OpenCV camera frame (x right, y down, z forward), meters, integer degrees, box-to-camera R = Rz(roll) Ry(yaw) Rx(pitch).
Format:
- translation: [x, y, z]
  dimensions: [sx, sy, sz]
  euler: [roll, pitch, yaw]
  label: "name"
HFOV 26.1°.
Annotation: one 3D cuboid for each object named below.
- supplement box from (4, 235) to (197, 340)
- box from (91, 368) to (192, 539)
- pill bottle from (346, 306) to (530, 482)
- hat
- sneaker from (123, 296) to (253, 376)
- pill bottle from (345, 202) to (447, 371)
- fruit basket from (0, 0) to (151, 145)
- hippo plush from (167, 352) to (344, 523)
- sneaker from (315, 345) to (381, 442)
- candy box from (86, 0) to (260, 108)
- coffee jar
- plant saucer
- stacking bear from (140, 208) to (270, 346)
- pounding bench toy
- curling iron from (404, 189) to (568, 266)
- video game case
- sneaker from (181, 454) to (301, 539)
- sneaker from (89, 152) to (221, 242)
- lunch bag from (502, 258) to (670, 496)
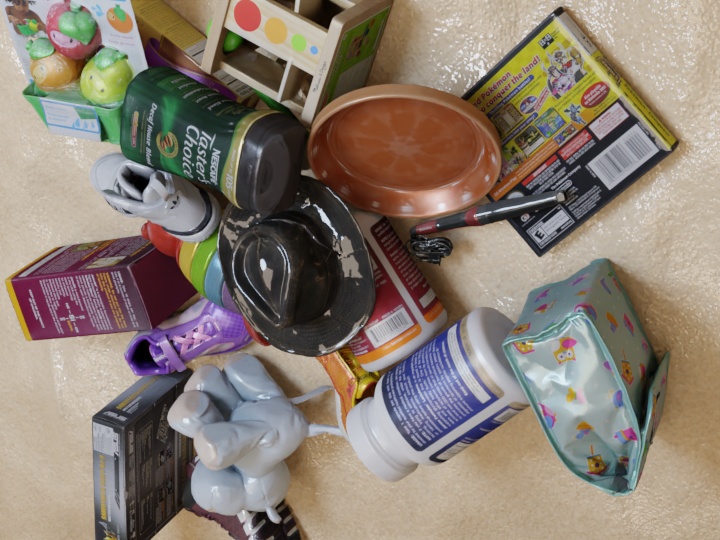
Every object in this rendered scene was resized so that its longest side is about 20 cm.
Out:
- translation: [-0.313, 0.020, 1.881]
  dimensions: [0.199, 0.110, 0.086]
  euler: [-6, 111, 31]
  label: "supplement box"
- translation: [-0.269, 0.236, 1.930]
  dimensions: [0.048, 0.158, 0.201]
  euler: [15, 119, 21]
  label: "box"
- translation: [0.087, 0.136, 1.650]
  dimensions: [0.200, 0.116, 0.116]
  euler: [-37, 93, 25]
  label: "pill bottle"
- translation: [-0.080, 0.005, 1.622]
  dimensions: [0.199, 0.081, 0.202]
  euler: [7, 109, 21]
  label: "hat"
- translation: [-0.207, 0.082, 1.868]
  dimensions: [0.199, 0.088, 0.081]
  euler: [-20, 101, 33]
  label: "sneaker"
- translation: [0.000, 0.000, 1.699]
  dimensions: [0.113, 0.113, 0.201]
  euler: [-28, 97, 35]
  label: "pill bottle"
- translation: [-0.310, -0.233, 1.685]
  dimensions: [0.184, 0.094, 0.201]
  euler: [12, 140, 25]
  label: "fruit basket"
- translation: [-0.135, 0.206, 1.864]
  dimensions: [0.160, 0.199, 0.161]
  euler: [-115, 25, -44]
  label: "hippo plush"
- translation: [-0.009, 0.104, 1.762]
  dimensions: [0.077, 0.073, 0.201]
  euler: [-20, 97, 59]
  label: "sneaker"
- translation: [-0.215, -0.217, 1.748]
  dimensions: [0.200, 0.056, 0.117]
  euler: [41, 127, 8]
  label: "candy box"
- translation: [-0.149, -0.133, 1.597]
  dimensions: [0.199, 0.085, 0.105]
  euler: [23, 117, 27]
  label: "coffee jar"
- translation: [0.045, -0.124, 1.585]
  dimensions: [0.199, 0.032, 0.201]
  euler: [5, 145, 3]
  label: "plant saucer"
- translation: [-0.162, -0.022, 1.781]
  dimensions: [0.200, 0.114, 0.122]
  euler: [32, 85, 26]
  label: "stacking bear"
- translation: [-0.083, -0.222, 1.629]
  dimensions: [0.155, 0.124, 0.201]
  euler: [29, 124, 14]
  label: "pounding bench toy"
- translation: [0.132, -0.052, 1.631]
  dimensions: [0.199, 0.026, 0.050]
  euler: [-22, 124, 34]
  label: "curling iron"
- translation: [0.193, -0.137, 1.580]
  dimensions: [0.181, 0.025, 0.200]
  euler: [49, 128, 0]
  label: "video game case"
- translation: [-0.157, 0.313, 1.969]
  dimensions: [0.115, 0.076, 0.201]
  euler: [-32, 85, 41]
  label: "sneaker"
- translation: [-0.253, -0.102, 1.733]
  dimensions: [0.199, 0.115, 0.075]
  euler: [26, 83, 37]
  label: "sneaker"
- translation: [0.244, 0.113, 1.580]
  dimensions: [0.122, 0.170, 0.201]
  euler: [-27, 98, 24]
  label: "lunch bag"
